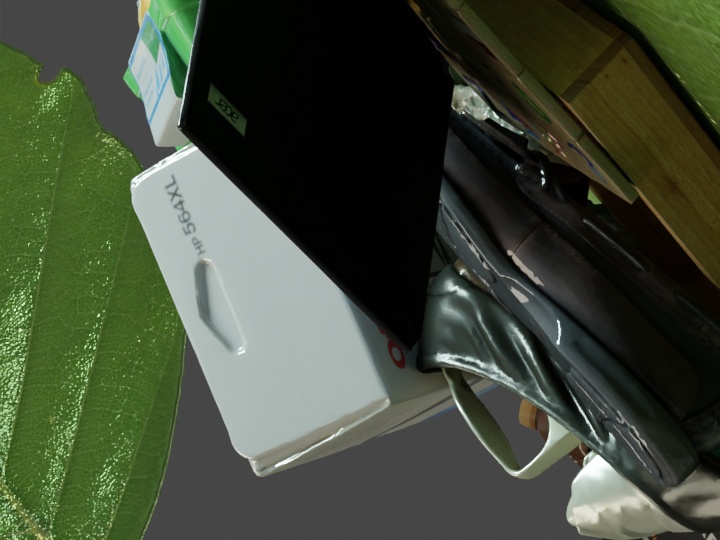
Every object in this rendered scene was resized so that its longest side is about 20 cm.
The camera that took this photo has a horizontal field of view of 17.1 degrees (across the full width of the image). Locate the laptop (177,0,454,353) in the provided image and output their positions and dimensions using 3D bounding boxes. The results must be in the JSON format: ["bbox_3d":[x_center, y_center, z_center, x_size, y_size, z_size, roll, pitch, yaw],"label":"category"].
[{"bbox_3d":[-0.049,-0.091,0.874,0.200,0.103,0.177,36,174,38],"label":"laptop"}]

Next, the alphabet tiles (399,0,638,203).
[{"bbox_3d":[0.015,-0.107,0.902,0.167,0.008,0.200,45,180,-25],"label":"alphabet tiles"}]

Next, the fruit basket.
[{"bbox_3d":[-0.089,-0.157,1.172,0.201,0.093,0.185,62,162,7],"label":"fruit basket"}]

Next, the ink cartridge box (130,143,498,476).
[{"bbox_3d":[0.000,0.000,1.120,0.200,0.084,0.147,-13,-103,-62],"label":"ink cartridge box"}]

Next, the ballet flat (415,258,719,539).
[{"bbox_3d":[0.097,0.067,0.989,0.200,0.069,0.068,38,-168,37],"label":"ballet flat"}]

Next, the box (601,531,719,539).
[{"bbox_3d":[0.187,0.189,1.122,0.201,0.049,0.199,58,161,21],"label":"box"}]

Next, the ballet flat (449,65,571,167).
[{"bbox_3d":[0.047,-0.094,1.055,0.072,0.072,0.200,45,178,-34],"label":"ballet flat"}]

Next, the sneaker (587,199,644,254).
[{"bbox_3d":[0.093,0.000,1.253,0.078,0.078,0.200,0,-164,-28],"label":"sneaker"}]

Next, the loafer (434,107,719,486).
[{"bbox_3d":[0.080,-0.007,0.936,0.200,0.063,0.072,51,175,22],"label":"loafer"}]

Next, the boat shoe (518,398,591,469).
[{"bbox_3d":[0.124,0.064,1.153,0.070,0.071,0.200,33,179,15],"label":"boat shoe"}]

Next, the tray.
[{"bbox_3d":[0.114,-0.037,0.922,0.200,0.037,0.099,44,180,-40],"label":"tray"}]
